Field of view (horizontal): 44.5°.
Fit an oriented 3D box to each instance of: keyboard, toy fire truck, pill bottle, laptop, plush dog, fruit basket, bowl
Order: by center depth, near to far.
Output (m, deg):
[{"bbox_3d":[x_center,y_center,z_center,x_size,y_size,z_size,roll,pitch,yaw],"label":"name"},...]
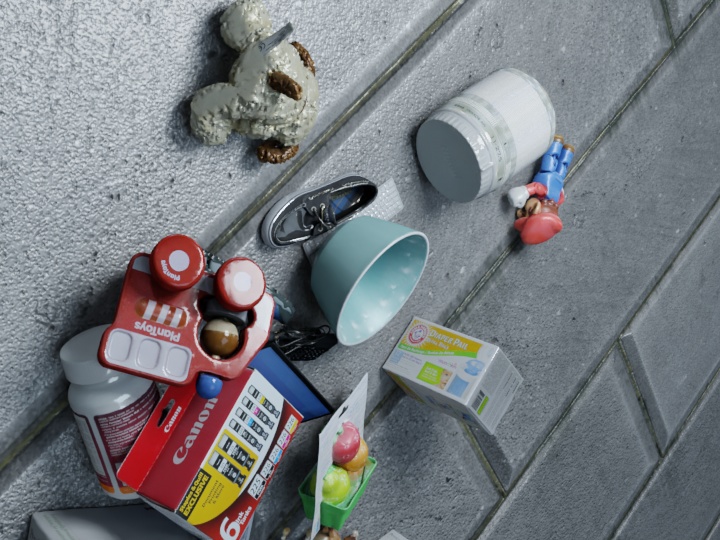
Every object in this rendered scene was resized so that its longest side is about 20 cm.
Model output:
[{"bbox_3d":[-0.208,0.063,1.078,0.197,0.112,0.172,20,69,-22],"label":"toy fire truck"},{"bbox_3d":[-0.307,0.179,1.121,0.108,0.109,0.204,-28,119,-32],"label":"pill bottle"},{"bbox_3d":[-0.109,-0.236,1.170,0.171,0.158,0.204,20,88,-65],"label":"plush dog"},{"bbox_3d":[-0.164,0.222,1.262,0.201,0.102,0.178,-54,129,-19],"label":"laptop"},{"bbox_3d":[-0.117,0.118,1.281,0.197,0.040,0.104,4,144,-42],"label":"keyboard"},{"bbox_3d":[0.000,0.000,1.317,0.200,0.104,0.203,-41,154,-25],"label":"bowl"},{"bbox_3d":[-0.037,0.287,1.374,0.185,0.092,0.204,-46,141,-56],"label":"fruit basket"},{"bbox_3d":[-0.009,-0.071,1.379,0.199,0.011,0.057,-39,125,-27],"label":"keyboard"}]

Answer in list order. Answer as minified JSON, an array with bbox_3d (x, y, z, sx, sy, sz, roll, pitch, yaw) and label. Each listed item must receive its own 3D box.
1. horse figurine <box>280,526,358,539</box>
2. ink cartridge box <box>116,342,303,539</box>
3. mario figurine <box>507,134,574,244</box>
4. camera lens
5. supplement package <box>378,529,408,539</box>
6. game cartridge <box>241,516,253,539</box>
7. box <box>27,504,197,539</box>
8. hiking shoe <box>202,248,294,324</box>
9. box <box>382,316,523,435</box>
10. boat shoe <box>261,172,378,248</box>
[{"bbox_3d":[-0.076,0.447,1.432,0.198,0.049,0.135,-26,135,-43],"label":"horse figurine"},{"bbox_3d":[-0.187,0.225,1.128,0.176,0.083,0.203,52,58,-43],"label":"ink cartridge box"},{"bbox_3d":[0.325,-0.145,1.626,0.121,0.106,0.204,19,77,-7],"label":"mario figurine"},{"bbox_3d":[0.206,-0.221,1.425,0.199,0.159,0.163,-35,123,-28],"label":"camera lens"},{"bbox_3d":[0.027,0.565,1.522,0.198,0.113,0.112,-27,120,-34],"label":"supplement package"},{"bbox_3d":[-0.193,0.407,1.258,0.200,0.041,0.137,-37,136,-84],"label":"game cartridge"},{"bbox_3d":[-0.311,0.422,1.125,0.197,0.197,0.175,10,96,-41],"label":"box"},{"bbox_3d":[-0.183,0.038,1.223,0.198,0.074,0.088,29,87,-31],"label":"hiking shoe"},{"bbox_3d":[0.150,0.170,1.459,0.114,0.198,0.102,-55,131,-16],"label":"box"},{"bbox_3d":[-0.054,-0.086,1.297,0.198,0.066,0.071,-27,119,-33],"label":"boat shoe"}]
